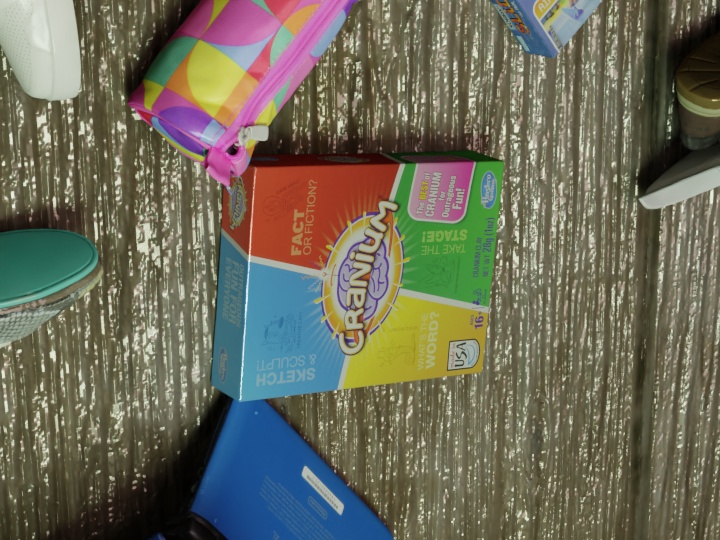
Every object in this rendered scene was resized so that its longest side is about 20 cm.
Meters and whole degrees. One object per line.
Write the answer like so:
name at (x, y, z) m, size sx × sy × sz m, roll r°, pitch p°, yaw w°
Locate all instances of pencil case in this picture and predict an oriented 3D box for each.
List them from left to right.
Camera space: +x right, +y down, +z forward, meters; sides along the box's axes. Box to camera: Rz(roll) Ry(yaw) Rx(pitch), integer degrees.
pencil case at (-0.053, -0.147, 0.909) m, size 0.088 × 0.088 × 0.201 m, roll 38°, pitch 80°, yaw -36°

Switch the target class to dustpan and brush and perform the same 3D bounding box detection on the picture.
dustpan and brush at (0.312, -0.089, 1.176) m, size 0.058 × 0.139 × 0.200 m, roll 61°, pitch 37°, yaw -9°

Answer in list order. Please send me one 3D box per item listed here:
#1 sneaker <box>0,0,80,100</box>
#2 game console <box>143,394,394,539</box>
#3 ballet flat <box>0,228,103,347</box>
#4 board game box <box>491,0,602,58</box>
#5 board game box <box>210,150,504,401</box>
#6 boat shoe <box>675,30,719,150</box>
sneaker at (-0.222, -0.175, 0.796) m, size 0.115 × 0.073 × 0.202 m, roll -22°, pitch 105°, yaw -26°
game console at (-0.088, 0.207, 1.028) m, size 0.200 × 0.117 × 0.172 m, roll 50°, pitch 43°, yaw -34°
ballet flat at (-0.241, 0.026, 0.850) m, size 0.199 × 0.072 × 0.073 m, roll -14°, pitch 111°, yaw -31°
board game box at (0.151, -0.266, 1.043) m, size 0.200 × 0.034 × 0.136 m, roll -49°, pitch 124°, yaw -13°
board game box at (0.000, 0.000, 1.014) m, size 0.198 × 0.040 × 0.155 m, roll -5°, pitch 106°, yaw -34°
boat shoe at (0.300, -0.157, 1.165) m, size 0.199 × 0.073 × 0.065 m, roll -31°, pitch 146°, yaw -33°
